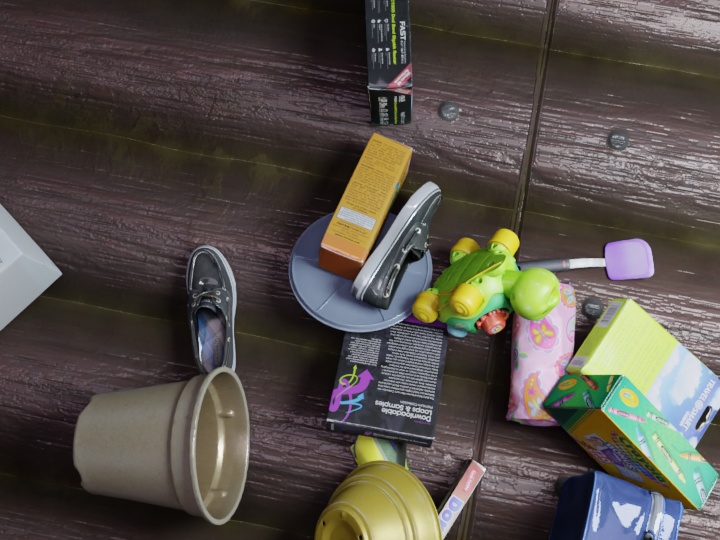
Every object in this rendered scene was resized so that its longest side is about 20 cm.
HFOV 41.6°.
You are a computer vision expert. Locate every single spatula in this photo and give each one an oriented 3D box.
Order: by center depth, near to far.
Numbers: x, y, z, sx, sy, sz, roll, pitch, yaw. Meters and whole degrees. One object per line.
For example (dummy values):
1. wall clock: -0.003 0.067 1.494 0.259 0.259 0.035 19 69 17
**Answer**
1. spatula: 0.309 -0.010 1.334 0.199 0.021 0.057 -4 81 2

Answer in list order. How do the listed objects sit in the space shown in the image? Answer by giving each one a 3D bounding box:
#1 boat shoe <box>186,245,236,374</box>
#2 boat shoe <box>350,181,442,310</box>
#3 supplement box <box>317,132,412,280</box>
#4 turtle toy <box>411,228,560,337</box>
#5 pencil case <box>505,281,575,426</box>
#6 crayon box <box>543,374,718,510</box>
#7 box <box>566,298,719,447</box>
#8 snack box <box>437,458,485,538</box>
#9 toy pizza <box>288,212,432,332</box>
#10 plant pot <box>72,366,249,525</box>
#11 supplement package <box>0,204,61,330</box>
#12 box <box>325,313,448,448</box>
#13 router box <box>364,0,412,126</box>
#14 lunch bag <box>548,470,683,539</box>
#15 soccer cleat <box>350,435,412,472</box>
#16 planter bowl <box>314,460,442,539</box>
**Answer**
1. boat shoe: -0.211 0.060 1.315 0.070 0.066 0.201 -3 80 1
2. boat shoe: 0.062 -0.031 1.283 0.057 0.069 0.200 31 70 13
3. supplement box: 0.008 -0.089 1.308 0.069 0.067 0.200 20 64 4
4. turtle toy: 0.171 0.027 1.242 0.101 0.200 0.146 50 58 -19
5. pencil case: 0.244 0.110 1.284 0.087 0.087 0.201 4 80 3
6. crayon box: 0.343 0.217 1.206 0.200 0.119 0.058 45 68 -14
7. box: 0.385 0.144 1.262 0.200 0.048 0.122 40 78 -13
8. snack box: 0.102 0.341 1.252 0.024 0.072 0.200 32 82 8
9. toy pizza: 0.000 0.000 1.318 0.199 0.032 0.201 0 59 1
10. plant pot: -0.264 0.227 1.238 0.183 0.200 0.201 -2 80 12
11. supplement package: -0.553 0.007 1.293 0.200 0.152 0.151 -43 81 -6
12. box: 0.040 0.131 1.272 0.142 0.036 0.200 10 54 4
13. router box: 0.039 -0.322 1.332 0.062 0.150 0.201 -2 80 2
14. lunch bag: 0.323 0.335 1.182 0.132 0.200 0.136 18 76 2
15. soccer cleat: 0.025 0.268 1.282 0.083 0.065 0.201 1 82 25
16. planter bowl: 0.002 0.343 1.194 0.200 0.083 0.201 -9 78 43
